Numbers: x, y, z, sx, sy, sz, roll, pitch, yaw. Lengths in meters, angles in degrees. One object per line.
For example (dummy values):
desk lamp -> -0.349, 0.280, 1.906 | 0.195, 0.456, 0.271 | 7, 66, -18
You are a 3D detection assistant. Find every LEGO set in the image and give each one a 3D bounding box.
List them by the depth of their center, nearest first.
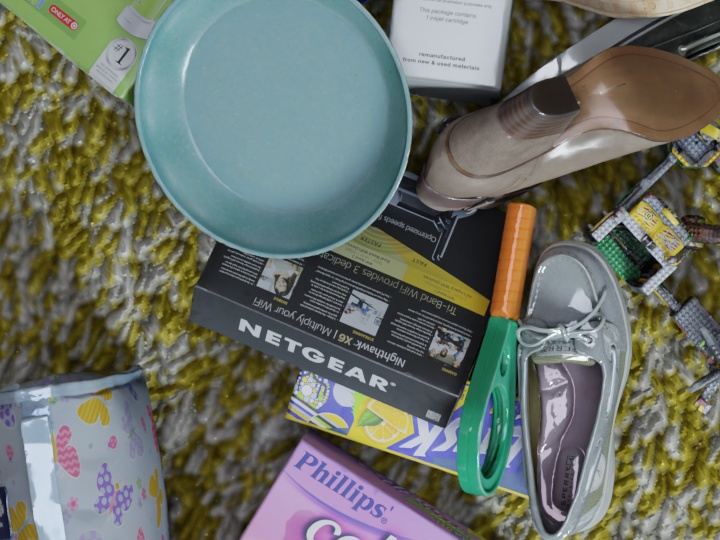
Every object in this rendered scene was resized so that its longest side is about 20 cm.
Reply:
LEGO set -> 0.250, -0.013, 1.557 | 0.153, 0.116, 0.201 | -34, 89, 2

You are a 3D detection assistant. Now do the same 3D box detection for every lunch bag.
lunch bag -> -0.205, 0.156, 1.536 | 0.126, 0.200, 0.171 | -10, 91, 2

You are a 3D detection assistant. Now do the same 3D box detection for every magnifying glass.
magnifying glass -> 0.096, 0.054, 1.524 | 0.022, 0.080, 0.202 | 6, 84, 21

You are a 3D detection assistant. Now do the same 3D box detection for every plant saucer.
plant saucer -> -0.055, -0.109, 1.499 | 0.198, 0.036, 0.202 | 5, 107, 18

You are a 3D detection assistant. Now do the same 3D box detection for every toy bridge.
toy bridge -> 0.207, -0.205, 1.552 | 0.199, 0.067, 0.027 | -1, 134, 23

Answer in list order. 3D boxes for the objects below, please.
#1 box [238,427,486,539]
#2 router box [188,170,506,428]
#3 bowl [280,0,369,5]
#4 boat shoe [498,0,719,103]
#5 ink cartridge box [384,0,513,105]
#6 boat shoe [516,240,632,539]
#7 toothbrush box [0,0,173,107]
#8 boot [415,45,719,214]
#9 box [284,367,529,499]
box -> -0.017, 0.246, 1.581 | 0.175, 0.097, 0.201 | 32, 91, 2
router box -> 0.000, 0.000, 1.563 | 0.199, 0.052, 0.158 | 23, 58, 3
bowl -> -0.020, -0.275, 1.528 | 0.039, 0.200, 0.202 | 6, 91, 28
boat shoe -> 0.183, -0.142, 1.583 | 0.199, 0.071, 0.064 | -31, 88, 1
ink cartridge box -> 0.071, -0.224, 1.550 | 0.082, 0.147, 0.202 | 8, 90, 3
boat shoe -> 0.141, 0.082, 1.517 | 0.074, 0.065, 0.204 | 5, 95, 19
toothbrush box -> -0.151, -0.234, 1.578 | 0.145, 0.086, 0.201 | 37, 93, 13
boot -> 0.138, -0.091, 1.537 | 0.199, 0.146, 0.071 | -3, 68, -32
box -> 0.050, 0.103, 1.593 | 0.199, 0.064, 0.071 | 18, 91, 2
